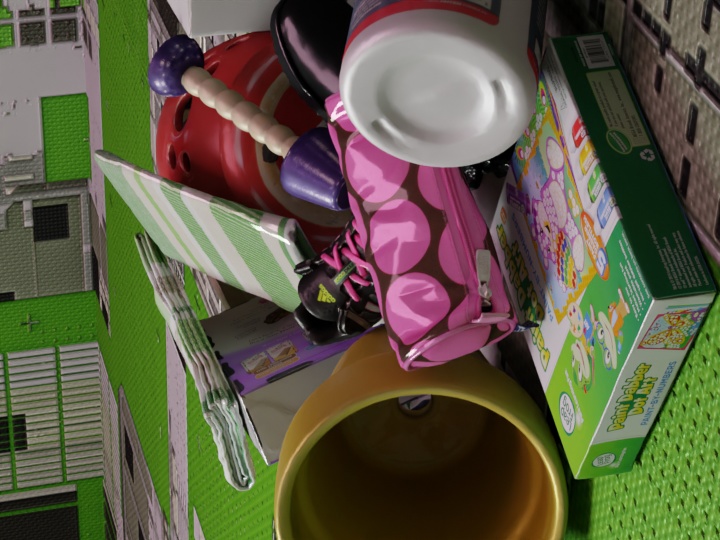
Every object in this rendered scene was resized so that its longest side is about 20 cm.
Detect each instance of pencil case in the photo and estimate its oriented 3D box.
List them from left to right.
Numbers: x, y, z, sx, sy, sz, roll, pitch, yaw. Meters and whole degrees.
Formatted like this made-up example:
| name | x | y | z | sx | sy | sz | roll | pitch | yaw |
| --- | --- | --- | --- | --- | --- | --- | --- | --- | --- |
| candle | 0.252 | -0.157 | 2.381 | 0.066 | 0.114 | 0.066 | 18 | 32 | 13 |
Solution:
| name | x | y | z | sx | sy | sz | roll | pitch | yaw |
| --- | --- | --- | --- | --- | --- | --- | --- | --- | --- |
| pencil case | 0.041 | -0.041 | 1.278 | 0.094 | 0.090 | 0.201 | 127 | 126 | -65 |

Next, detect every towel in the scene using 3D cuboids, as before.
| name | x | y | z | sx | sy | sz | roll | pitch | yaw |
| --- | --- | --- | --- | --- | --- | --- | --- | --- | --- |
| towel | -0.145 | 0.077 | 1.685 | 0.149 | 0.031 | 0.200 | 83 | 162 | -55 |
| towel | -0.106 | -0.025 | 1.559 | 0.199 | 0.023 | 0.153 | 22 | 159 | 32 |

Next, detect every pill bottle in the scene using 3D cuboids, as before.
| name | x | y | z | sx | sy | sz | roll | pitch | yaw |
| --- | --- | --- | --- | --- | --- | --- | --- | --- | --- |
| pill bottle | 0.058 | -0.174 | 1.228 | 0.120 | 0.119 | 0.201 | 100 | -179 | -49 |

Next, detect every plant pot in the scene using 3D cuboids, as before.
| name | x | y | z | sx | sy | sz | roll | pitch | yaw |
| --- | --- | --- | --- | --- | --- | --- | --- | --- | --- |
| plant pot | -0.052 | -0.105 | 1.609 | 0.182 | 0.199 | 0.202 | 174 | 89 | -70 |
| plant pot | 0.040 | 0.130 | 1.410 | 0.189 | 0.200 | 0.202 | -92 | 1 | -67 |

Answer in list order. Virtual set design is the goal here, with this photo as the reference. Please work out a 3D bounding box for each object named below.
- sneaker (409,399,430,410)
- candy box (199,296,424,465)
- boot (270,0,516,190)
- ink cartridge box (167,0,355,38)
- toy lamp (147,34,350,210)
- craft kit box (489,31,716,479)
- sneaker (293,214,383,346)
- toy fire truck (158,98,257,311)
| name | x | y | z | sx | sy | sz | roll | pitch | yaw |
| --- | --- | --- | --- | --- | --- | --- | --- | --- | --- |
| sneaker | 0.014 | 0.167 | 1.553 | 0.104 | 0.199 | 0.060 | 38 | 132 | 34 |
| candy box | -0.037 | 0.069 | 1.672 | 0.200 | 0.167 | 0.072 | -136 | 24 | -68 |
| boot | 0.027 | -0.133 | 1.399 | 0.199 | 0.073 | 0.162 | 59 | 155 | -3 |
| ink cartridge box | -0.054 | -0.249 | 1.533 | 0.145 | 0.199 | 0.084 | -123 | 30 | -59 |
| toy lamp | -0.076 | -0.107 | 1.463 | 0.200 | 0.058 | 0.058 | 34 | 137 | 31 |
| craft kit box | 0.143 | -0.007 | 1.216 | 0.198 | 0.048 | 0.201 | 98 | 159 | -53 |
| sneaker | 0.000 | 0.000 | 1.432 | 0.074 | 0.087 | 0.200 | 52 | 154 | 13 |
| toy fire truck | -0.087 | -0.056 | 1.802 | 0.129 | 0.175 | 0.201 | -133 | 38 | -65 |
